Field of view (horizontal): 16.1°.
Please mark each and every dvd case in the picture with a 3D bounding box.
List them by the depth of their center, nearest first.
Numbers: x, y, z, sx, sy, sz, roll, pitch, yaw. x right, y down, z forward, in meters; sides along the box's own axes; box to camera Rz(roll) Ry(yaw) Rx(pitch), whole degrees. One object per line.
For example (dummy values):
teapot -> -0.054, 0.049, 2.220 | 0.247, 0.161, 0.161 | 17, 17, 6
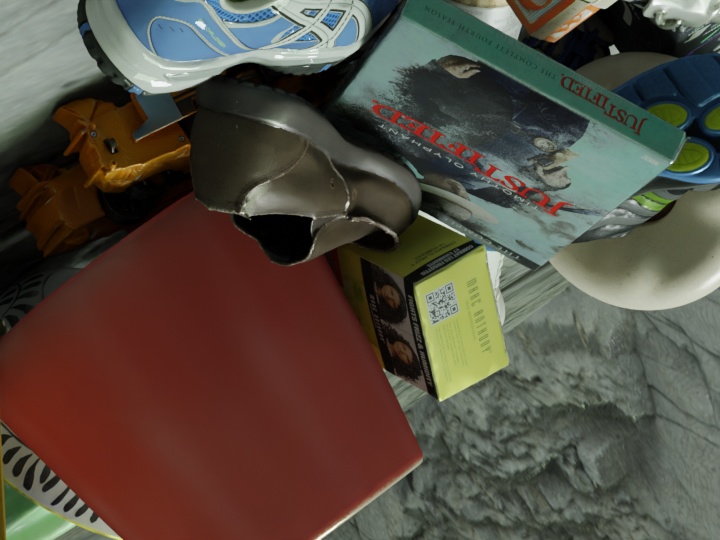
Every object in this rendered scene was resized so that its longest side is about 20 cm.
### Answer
dvd case -> 0.058, -0.064, 1.237 | 0.022, 0.145, 0.200 | -65, -172, -18

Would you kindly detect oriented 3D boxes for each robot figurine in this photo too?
robot figurine -> -0.079, -0.078, 1.325 | 0.199, 0.058, 0.145 | -27, 170, -36

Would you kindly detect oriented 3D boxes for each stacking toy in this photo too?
stacking toy -> 0.191, -0.065, 1.506 | 0.146, 0.147, 0.200 | -38, 174, 26

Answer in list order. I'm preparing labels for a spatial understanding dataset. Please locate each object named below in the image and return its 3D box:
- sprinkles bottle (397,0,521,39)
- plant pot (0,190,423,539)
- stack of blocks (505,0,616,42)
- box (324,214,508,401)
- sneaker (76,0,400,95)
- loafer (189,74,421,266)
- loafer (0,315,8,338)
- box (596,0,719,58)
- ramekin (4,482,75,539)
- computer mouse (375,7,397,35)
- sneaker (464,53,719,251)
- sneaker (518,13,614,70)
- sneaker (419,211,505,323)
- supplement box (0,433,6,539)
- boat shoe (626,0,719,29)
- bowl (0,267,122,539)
sprinkles bottle -> 0.050, -0.122, 1.328 | 0.068, 0.068, 0.201 | -29, 151, -32
plant pot -> -0.074, 0.070, 1.324 | 0.200, 0.178, 0.200 | -36, 175, -3
stack of blocks -> 0.132, -0.212, 1.182 | 0.200, 0.115, 0.059 | -37, 172, 14
box -> 0.000, 0.000, 1.378 | 0.050, 0.076, 0.200 | -26, -150, -23
sneaker -> -0.032, -0.131, 1.136 | 0.200, 0.076, 0.077 | -28, 174, -46
loafer -> -0.035, -0.038, 1.237 | 0.200, 0.073, 0.071 | 28, 79, -61
loafer -> -0.230, 0.036, 1.324 | 0.068, 0.076, 0.200 | -30, 173, 18
box -> 0.187, -0.192, 1.486 | 0.106, 0.123, 0.200 | -34, 172, -2
ramekin -> -0.218, 0.120, 1.780 | 0.199, 0.098, 0.200 | -33, 172, -5
computer mouse -> 0.032, -0.101, 1.510 | 0.052, 0.140, 0.200 | 2, 168, 9
sneaker -> 0.147, -0.062, 1.367 | 0.198, 0.071, 0.083 | -20, 171, 13
sneaker -> 0.113, -0.147, 1.516 | 0.076, 0.088, 0.200 | -59, 171, 5
sneaker -> 0.066, -0.013, 1.494 | 0.084, 0.073, 0.200 | -25, 154, 10
supplement box -> -0.273, 0.161, 1.210 | 0.199, 0.199, 0.133 | -1, 162, -14
boat shoe -> 0.163, -0.162, 1.327 | 0.070, 0.200, 0.071 | -46, -155, 1
bowl -> -0.141, 0.058, 1.482 | 0.094, 0.201, 0.200 | -56, 163, 24
